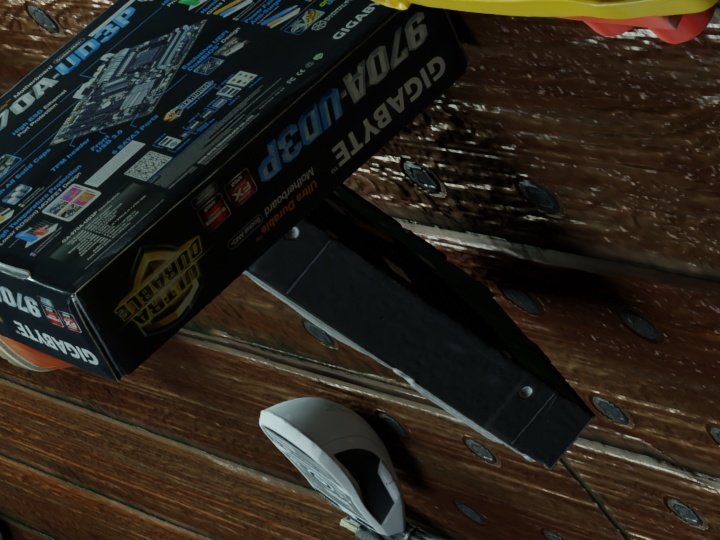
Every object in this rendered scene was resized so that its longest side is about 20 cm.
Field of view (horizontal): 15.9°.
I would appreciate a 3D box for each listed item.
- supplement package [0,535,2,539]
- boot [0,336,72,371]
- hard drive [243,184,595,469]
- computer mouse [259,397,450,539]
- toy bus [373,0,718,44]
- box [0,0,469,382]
[{"bbox_3d":[-0.470,0.304,2.681,0.152,0.151,0.200,35,162,12],"label":"supplement package"},{"bbox_3d":[-0.238,-0.005,1.662,0.200,0.075,0.107,39,161,-29],"label":"boot"},{"bbox_3d":[0.000,0.000,1.118,0.200,0.038,0.140,33,-169,-31],"label":"hard drive"},{"bbox_3d":[0.002,0.124,1.546,0.110,0.044,0.200,33,167,32],"label":"computer mouse"},{"bbox_3d":[0.056,-0.128,0.719,0.192,0.136,0.200,35,165,-37],"label":"toy bus"},{"bbox_3d":[-0.079,-0.051,1.020,0.159,0.200,0.046,17,142,48],"label":"box"}]
